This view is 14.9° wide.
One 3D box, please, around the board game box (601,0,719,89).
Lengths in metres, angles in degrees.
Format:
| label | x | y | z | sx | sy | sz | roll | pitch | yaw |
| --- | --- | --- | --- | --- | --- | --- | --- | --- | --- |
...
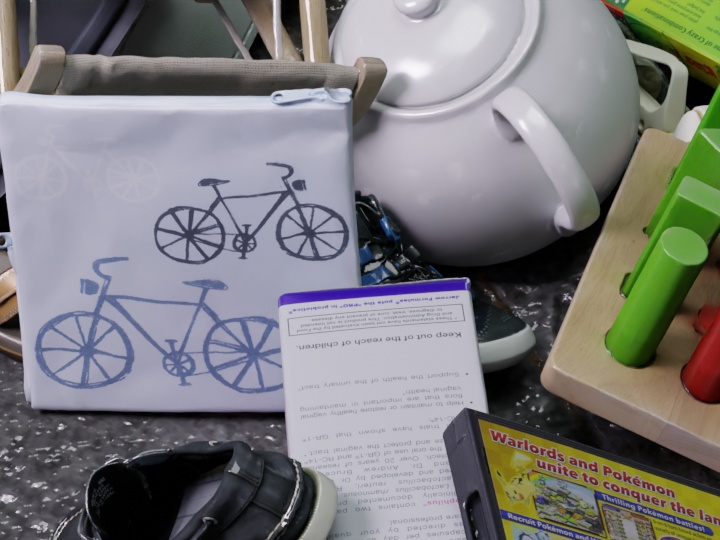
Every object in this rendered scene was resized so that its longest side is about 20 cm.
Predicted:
| label | x | y | z | sx | sy | sz | roll | pitch | yaw |
| --- | --- | --- | --- | --- | --- | --- | --- | --- | --- |
| board game box | 0.242 | -0.146 | 1.585 | 0.200 | 0.048 | 0.102 | 34 | 82 | 37 |

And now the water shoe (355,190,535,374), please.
| label | x | y | z | sx | sy | sz | roll | pitch | yaw |
| --- | --- | --- | --- | --- | --- | --- | --- | --- | --- |
| water shoe | 0.000 | 0.000 | 1.467 | 0.199 | 0.079 | 0.071 | 14 | 16 | 18 |

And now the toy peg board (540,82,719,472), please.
| label | x | y | z | sx | sy | sz | roll | pitch | yaw |
| --- | --- | --- | --- | --- | --- | --- | --- | --- | --- |
| toy peg board | 0.222 | 0.006 | 1.407 | 0.198 | 0.098 | 0.200 | 25 | 46 | 2 |

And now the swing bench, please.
| label | x | y | z | sx | sy | sz | roll | pitch | yaw |
| --- | --- | --- | --- | --- | --- | --- | --- | --- | --- |
| swing bench | -0.118 | -0.152 | 1.478 | 0.198 | 0.130 | 0.201 | 1 | 60 | -29 |

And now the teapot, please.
| label | x | y | z | sx | sy | sz | roll | pitch | yaw |
| --- | --- | --- | --- | --- | --- | --- | --- | --- | --- |
| teapot | 0.055 | -0.107 | 1.514 | 0.199 | 0.146 | 0.198 | 2 | 59 | 23 |

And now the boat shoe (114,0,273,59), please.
| label | x | y | z | sx | sy | sz | roll | pitch | yaw |
| --- | --- | --- | --- | --- | --- | --- | --- | --- | --- |
| boat shoe | -0.096 | -0.163 | 1.685 | 0.200 | 0.076 | 0.060 | -46 | 19 | -27 |

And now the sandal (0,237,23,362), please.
| label | x | y | z | sx | sy | sz | roll | pitch | yaw |
| --- | --- | --- | --- | --- | --- | --- | --- | --- | --- |
| sandal | -0.186 | 0.001 | 1.506 | 0.199 | 0.055 | 0.082 | 17 | 45 | 21 |

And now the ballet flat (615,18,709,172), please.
| label | x | y | z | sx | sy | sz | roll | pitch | yaw |
| --- | --- | --- | --- | --- | --- | --- | --- | --- | --- |
| ballet flat | 0.177 | -0.078 | 1.563 | 0.074 | 0.075 | 0.200 | -23 | 47 | -22 |

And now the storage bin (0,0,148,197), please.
| label | x | y | z | sx | sy | sz | roll | pitch | yaw |
| --- | --- | --- | --- | --- | --- | --- | --- | --- | --- |
| storage bin | -0.220 | -0.142 | 1.580 | 0.134 | 0.145 | 0.200 | 41 | 48 | -13 |

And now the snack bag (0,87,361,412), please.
| label | x | y | z | sx | sy | sz | roll | pitch | yaw |
| --- | --- | --- | --- | --- | --- | --- | --- | --- | --- |
| snack bag | -0.092 | -0.010 | 1.404 | 0.187 | 0.201 | 0.021 | 0 | 34 | 6 |

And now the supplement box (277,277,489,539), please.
| label | x | y | z | sx | sy | sz | roll | pitch | yaw |
| --- | --- | --- | --- | --- | --- | --- | --- | --- | --- |
| supplement box | 0.016 | 0.110 | 1.340 | 0.103 | 0.102 | 0.201 | -5 | 41 | -3 |

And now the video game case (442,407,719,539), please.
| label | x | y | z | sx | sy | sz | roll | pitch | yaw |
| --- | --- | --- | --- | --- | --- | --- | --- | --- | --- |
| video game case | 0.138 | 0.160 | 1.251 | 0.199 | 0.026 | 0.181 | 19 | 38 | -27 |

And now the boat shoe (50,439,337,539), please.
| label | x | y | z | sx | sy | sz | roll | pitch | yaw |
| --- | --- | --- | --- | --- | --- | --- | --- | --- | --- |
| boat shoe | -0.097 | 0.114 | 1.295 | 0.199 | 0.066 | 0.075 | -8 | 54 | 51 |
